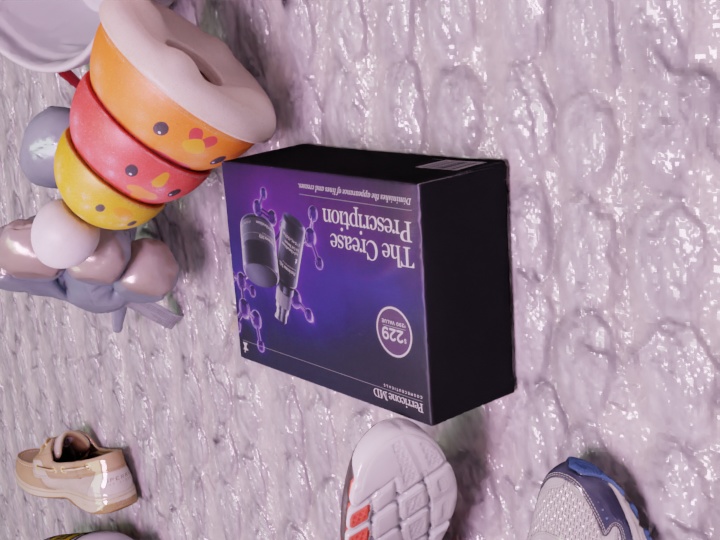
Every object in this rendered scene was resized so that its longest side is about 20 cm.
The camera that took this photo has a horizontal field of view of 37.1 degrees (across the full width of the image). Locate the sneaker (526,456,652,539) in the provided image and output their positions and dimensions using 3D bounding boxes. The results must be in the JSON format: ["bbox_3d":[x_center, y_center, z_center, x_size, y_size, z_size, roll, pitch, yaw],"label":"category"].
[{"bbox_3d":[0.109,0.205,0.602,0.077,0.084,0.204,21,117,46],"label":"sneaker"}]

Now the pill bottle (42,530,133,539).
[{"bbox_3d":[-0.282,0.330,1.119,0.199,0.110,0.113,-21,85,52],"label":"pill bottle"}]

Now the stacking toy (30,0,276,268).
[{"bbox_3d":[-0.166,-0.078,0.764,0.201,0.145,0.147,-50,60,18],"label":"stacking toy"}]

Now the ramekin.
[{"bbox_3d":[-0.224,-0.264,0.823,0.198,0.105,0.203,16,120,29],"label":"ramekin"}]

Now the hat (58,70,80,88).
[{"bbox_3d":[-0.291,-0.246,0.926,0.176,0.199,0.167,40,104,28],"label":"hat"}]

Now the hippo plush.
[{"bbox_3d":[-0.212,-0.054,0.905,0.157,0.199,0.164,-6,70,34],"label":"hippo plush"}]

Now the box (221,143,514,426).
[{"bbox_3d":[0.000,0.000,0.683,0.198,0.078,0.144,12,113,49],"label":"box"}]

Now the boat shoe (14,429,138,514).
[{"bbox_3d":[-0.307,0.205,1.148,0.198,0.073,0.071,2,101,42],"label":"boat shoe"}]

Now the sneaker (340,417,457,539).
[{"bbox_3d":[0.012,0.153,0.687,0.082,0.076,0.202,54,159,43],"label":"sneaker"}]
